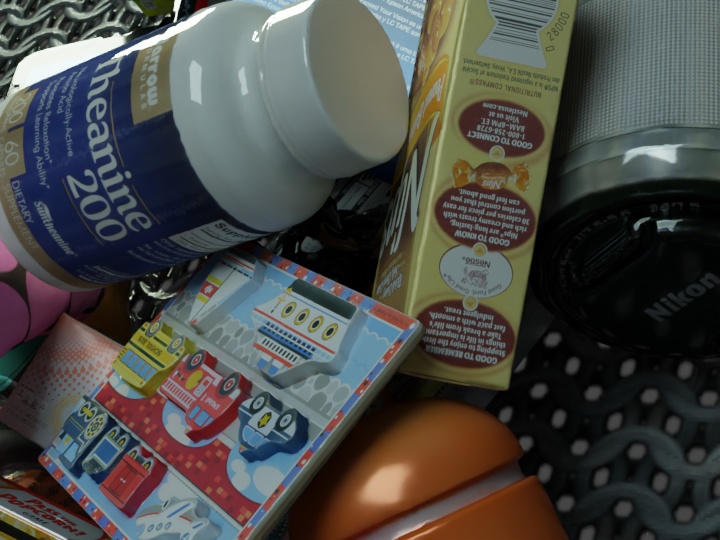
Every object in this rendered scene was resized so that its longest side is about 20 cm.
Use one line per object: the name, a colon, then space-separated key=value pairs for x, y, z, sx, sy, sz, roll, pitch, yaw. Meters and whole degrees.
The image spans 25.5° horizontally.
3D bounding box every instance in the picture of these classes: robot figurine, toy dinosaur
robot figurine: x=0.040 y=0.143 z=0.701 sx=0.143 sy=0.117 sz=0.201 roll=-21 pitch=81 yaw=-30
toy dinosaur: x=0.000 y=0.000 z=0.869 sx=0.135 sy=0.103 sz=0.200 roll=7 pitch=39 yaw=19

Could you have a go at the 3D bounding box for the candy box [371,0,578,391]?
candy box: x=0.049 y=-0.049 z=0.736 sx=0.055 sy=0.115 sz=0.201 roll=12 pitch=87 yaw=-7

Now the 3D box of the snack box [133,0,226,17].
snack box: x=-0.105 y=-0.264 z=1.092 sx=0.199 sy=0.169 sz=0.068 roll=-6 pitch=55 yaw=29

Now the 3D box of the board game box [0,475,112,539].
board game box: x=-0.135 y=0.204 z=0.760 sx=0.199 sy=0.046 sz=0.152 roll=22 pitch=94 yaw=19

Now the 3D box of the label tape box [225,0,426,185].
label tape box: x=0.022 y=-0.156 z=0.849 sx=0.144 sy=0.063 sz=0.201 roll=27 pitch=84 yaw=16

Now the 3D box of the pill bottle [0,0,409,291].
pill bottle: x=-0.080 y=-0.064 z=0.776 sx=0.199 sy=0.111 sz=0.112 roll=-17 pitch=49 yaw=32

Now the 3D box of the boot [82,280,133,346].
boot: x=-0.147 y=-0.041 z=1.022 sx=0.144 sy=0.071 sz=0.201 roll=-35 pitch=50 yaw=-4

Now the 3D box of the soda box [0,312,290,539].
soda box: x=-0.087 y=0.100 z=0.818 sx=0.199 sy=0.064 sz=0.069 roll=27 pitch=79 yaw=25

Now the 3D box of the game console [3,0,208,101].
game console: x=-0.163 y=-0.131 z=0.986 sx=0.118 sy=0.173 sz=0.201 roll=13 pitch=40 yaw=-8

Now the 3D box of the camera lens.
camera lens: x=0.160 y=-0.070 z=0.784 sx=0.159 sy=0.160 sz=0.201 roll=-10 pitch=53 yaw=26

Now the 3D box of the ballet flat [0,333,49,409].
ballet flat: x=-0.180 y=0.068 z=0.932 sx=0.199 sy=0.064 sz=0.076 roll=27 pitch=59 yaw=26

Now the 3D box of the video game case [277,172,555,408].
video game case: x=0.009 y=0.031 z=0.900 sx=0.182 sy=0.024 sz=0.200 roll=29 pitch=74 yaw=42

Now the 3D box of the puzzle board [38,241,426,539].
puzzle board: x=-0.069 y=0.058 z=0.725 sx=0.151 sy=0.017 sz=0.200 roll=-52 pitch=30 yaw=-9

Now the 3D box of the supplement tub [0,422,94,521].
supplement tub: x=-0.244 y=0.133 z=0.912 sx=0.199 sy=0.123 sz=0.123 roll=20 pitch=69 yaw=39

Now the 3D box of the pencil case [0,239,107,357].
pencil case: x=-0.209 y=0.017 z=0.830 sx=0.094 sy=0.200 sz=0.091 roll=-41 pitch=87 yaw=21
